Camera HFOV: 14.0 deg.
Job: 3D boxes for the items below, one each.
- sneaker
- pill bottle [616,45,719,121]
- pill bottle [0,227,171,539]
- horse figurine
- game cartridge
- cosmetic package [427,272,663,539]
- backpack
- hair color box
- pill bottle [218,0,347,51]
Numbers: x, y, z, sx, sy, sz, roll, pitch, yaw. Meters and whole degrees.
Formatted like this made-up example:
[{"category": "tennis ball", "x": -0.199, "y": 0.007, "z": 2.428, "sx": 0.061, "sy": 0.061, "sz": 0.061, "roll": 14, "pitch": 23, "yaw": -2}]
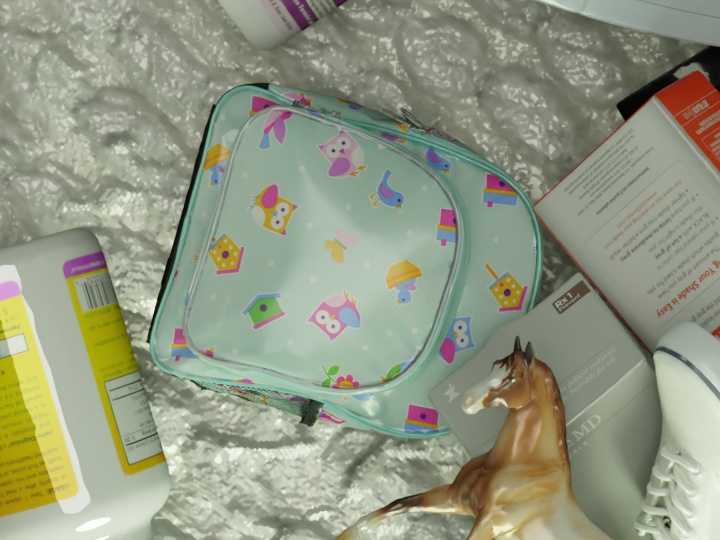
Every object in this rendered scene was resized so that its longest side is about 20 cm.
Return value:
[{"category": "sneaker", "x": 0.172, "y": 0.111, "z": 1.452, "sx": 0.071, "sy": 0.200, "sz": 0.073, "roll": -38, "pitch": 45, "yaw": -18}, {"category": "pill bottle", "x": 0.224, "y": -0.026, "z": 1.567, "sx": 0.112, "sy": 0.112, "sz": 0.200, "roll": -32, "pitch": 90, "yaw": 3}, {"category": "pill bottle", "x": -0.166, "y": 0.084, "z": 1.592, "sx": 0.104, "sy": 0.104, "sz": 0.200, "roll": -16, "pitch": 90, "yaw": 3}, {"category": "horse figurine", "x": 0.084, "y": 0.149, "z": 1.431, "sx": 0.132, "sy": 0.050, "sz": 0.200, "roll": -39, "pitch": 100, "yaw": -11}, {"category": "game cartridge", "x": 0.140, "y": -0.165, "z": 1.517, "sx": 0.200, "sy": 0.133, "sz": 0.041, "roll": 8, "pitch": 115, "yaw": -31}, {"category": "cosmetic package", "x": 0.135, "y": 0.105, "z": 1.537, "sx": 0.107, "sy": 0.200, "sz": 0.090, "roll": -40, "pitch": 45, "yaw": 5}, {"category": "backpack", "x": 0.000, "y": 0.000, "z": 1.562, "sx": 0.200, "sy": 0.153, "sz": 0.176, "roll": 16, "pitch": 87, "yaw": -5}, {"category": "hair color box", "x": 0.193, "y": 0.008, "z": 1.493, "sx": 0.200, "sy": 0.061, "sz": 0.101, "roll": 51, "pitch": 124, "yaw": 6}, {"category": "pill bottle", "x": -0.002, "y": -0.216, "z": 1.573, "sx": 0.200, "sy": 0.112, "sz": 0.112, "roll": -33, "pitch": 90, "yaw": 3}]
